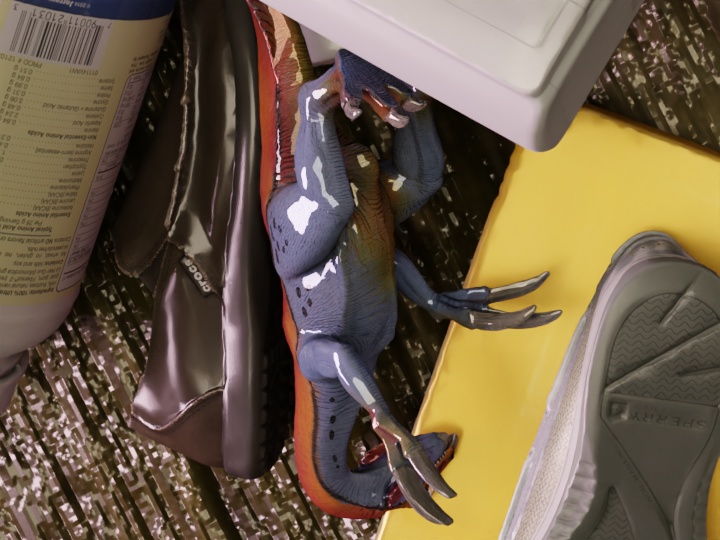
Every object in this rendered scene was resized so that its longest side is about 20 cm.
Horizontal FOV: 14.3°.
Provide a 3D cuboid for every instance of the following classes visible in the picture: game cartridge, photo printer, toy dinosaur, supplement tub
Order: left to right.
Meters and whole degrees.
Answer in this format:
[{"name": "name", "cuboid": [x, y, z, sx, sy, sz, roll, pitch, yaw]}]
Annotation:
[{"name": "supplement tub", "cuboid": [-0.158, -0.057, 1.065, 0.144, 0.145, 0.201, 24, 108, 9]}, {"name": "toy dinosaur", "cuboid": [0.000, 0.000, 1.038, 0.200, 0.105, 0.182, 44, 130, 24]}, {"name": "photo printer", "cuboid": [0.017, -0.155, 0.959, 0.199, 0.069, 0.167, 29, 82, 15]}, {"name": "game cartridge", "cuboid": [0.114, 0.055, 1.082, 0.175, 0.032, 0.201, 22, 98, 10]}]

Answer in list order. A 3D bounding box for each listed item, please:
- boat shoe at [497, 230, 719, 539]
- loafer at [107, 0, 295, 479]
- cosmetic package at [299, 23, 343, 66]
[{"name": "boat shoe", "cuboid": [0.089, 0.087, 1.049, 0.074, 0.065, 0.203, 9, 104, -8]}, {"name": "loafer", "cuboid": [-0.063, -0.020, 1.088, 0.071, 0.073, 0.202, 3, 97, 11]}, {"name": "cosmetic package", "cuboid": [0.055, -0.144, 1.042, 0.199, 0.085, 0.108, -10, 94, 15]}]
